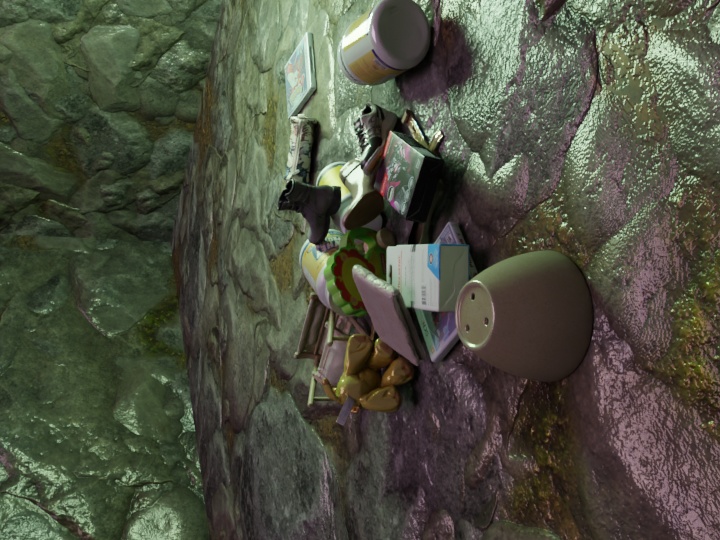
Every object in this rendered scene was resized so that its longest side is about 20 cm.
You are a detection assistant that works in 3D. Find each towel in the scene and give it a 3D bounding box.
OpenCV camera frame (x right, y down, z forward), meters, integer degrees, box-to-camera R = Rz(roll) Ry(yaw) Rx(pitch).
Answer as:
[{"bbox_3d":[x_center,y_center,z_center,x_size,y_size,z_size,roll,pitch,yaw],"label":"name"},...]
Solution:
[{"bbox_3d":[0.057,0.086,1.316,0.132,0.034,0.202,31,151,47],"label":"towel"}]

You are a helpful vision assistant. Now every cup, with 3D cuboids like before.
[{"bbox_3d":[0.228,0.068,1.038,0.199,0.140,0.205,-178,90,-65],"label":"cup"}]

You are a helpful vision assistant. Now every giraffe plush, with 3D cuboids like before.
[{"bbox_3d":[0.012,0.246,1.472,0.172,0.200,0.162,41,170,9],"label":"giraffe plush"}]

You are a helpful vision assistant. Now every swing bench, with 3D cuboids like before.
[{"bbox_3d":[-0.067,0.193,1.671,0.201,0.127,0.202,-115,36,-52],"label":"swing bench"}]

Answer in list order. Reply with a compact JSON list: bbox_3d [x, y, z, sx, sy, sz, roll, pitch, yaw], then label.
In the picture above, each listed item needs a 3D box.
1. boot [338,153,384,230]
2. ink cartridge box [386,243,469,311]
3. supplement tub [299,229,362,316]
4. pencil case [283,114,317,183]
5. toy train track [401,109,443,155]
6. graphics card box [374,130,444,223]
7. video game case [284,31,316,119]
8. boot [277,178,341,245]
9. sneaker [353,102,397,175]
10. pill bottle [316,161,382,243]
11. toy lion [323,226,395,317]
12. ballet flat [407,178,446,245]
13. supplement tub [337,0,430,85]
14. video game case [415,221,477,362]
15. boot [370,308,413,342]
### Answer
[{"bbox_3d":[-0.001,-0.185,1.518,0.146,0.199,0.071,36,158,40],"label":"boot"},{"bbox_3d":[0.120,0.011,1.265,0.199,0.067,0.119,-176,87,-65],"label":"ink cartridge box"},{"bbox_3d":[-0.053,0.005,1.627,0.200,0.142,0.147,50,132,54],"label":"supplement tub"},{"bbox_3d":[-0.175,-0.349,1.977,0.090,0.076,0.204,-89,8,-77],"label":"pencil case"},{"bbox_3d":[0.118,-0.266,1.415,0.116,0.032,0.202,116,146,-40],"label":"toy train track"},{"bbox_3d":[0.091,-0.188,1.349,0.200,0.050,0.128,-125,48,-58],"label":"graphics card box"},{"bbox_3d":[-0.185,-0.589,2.082,0.199,0.023,0.186,147,121,-60],"label":"video game case"},{"bbox_3d":[-0.127,-0.136,1.538,0.201,0.129,0.071,118,153,-51],"label":"boot"},{"bbox_3d":[0.016,-0.286,1.481,0.076,0.087,0.202,-51,16,44],"label":"sneaker"},{"bbox_3d":[-0.026,-0.160,1.615,0.201,0.112,0.116,61,140,46],"label":"pill bottle"},{"bbox_3d":[0.000,0.000,1.453,0.068,0.189,0.204,-29,60,42],"label":"toy lion"},{"bbox_3d":[0.121,-0.095,1.380,0.068,0.045,0.203,56,136,48],"label":"ballet flat"},{"bbox_3d":[0.044,-0.481,1.457,0.199,0.143,0.149,0,88,64],"label":"supplement tub"},{"bbox_3d":[0.159,0.043,1.302,0.201,0.023,0.185,-59,38,45],"label":"video game case"},{"bbox_3d":[0.057,0.112,1.474,0.201,0.072,0.077,117,155,-51],"label":"boot"}]
